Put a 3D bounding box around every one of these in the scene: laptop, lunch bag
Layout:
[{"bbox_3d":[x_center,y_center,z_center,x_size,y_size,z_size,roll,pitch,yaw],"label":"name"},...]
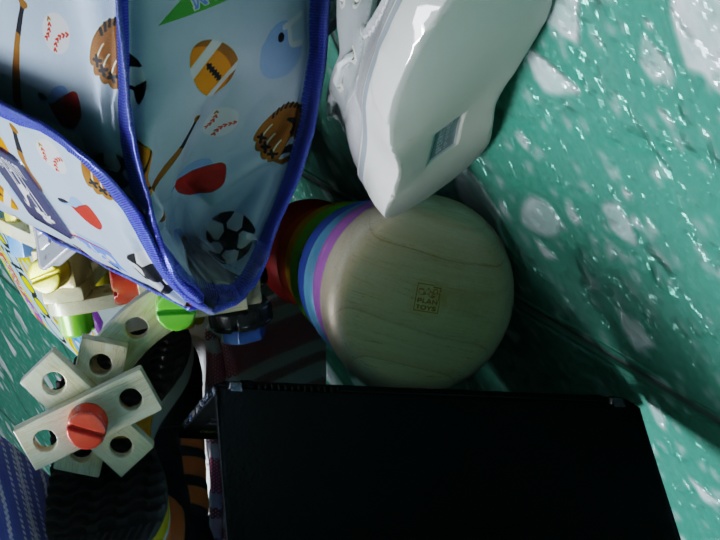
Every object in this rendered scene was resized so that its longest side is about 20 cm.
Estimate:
[{"bbox_3d":[0.022,0.101,0.787,0.200,0.176,0.104,134,138,-73],"label":"laptop"},{"bbox_3d":[-0.103,-0.096,0.761,0.170,0.124,0.201,25,121,45],"label":"lunch bag"}]

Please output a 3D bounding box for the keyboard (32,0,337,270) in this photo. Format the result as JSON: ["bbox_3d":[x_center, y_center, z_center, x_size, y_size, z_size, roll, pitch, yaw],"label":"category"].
[{"bbox_3d":[-0.080,-0.073,0.827,0.011,0.200,0.056,14,-131,-47],"label":"keyboard"}]

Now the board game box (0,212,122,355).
[{"bbox_3d":[-0.156,-0.004,1.250,0.200,0.105,0.103,33,152,53],"label":"board game box"}]

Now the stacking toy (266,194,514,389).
[{"bbox_3d":[0.000,0.000,0.894,0.086,0.085,0.200,61,170,-14],"label":"stacking toy"}]

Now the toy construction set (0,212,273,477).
[{"bbox_3d":[-0.108,0.009,0.897,0.200,0.131,0.092,-103,5,-59],"label":"toy construction set"}]

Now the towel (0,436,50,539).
[{"bbox_3d":[-0.128,0.155,0.890,0.200,0.024,0.145,49,-169,-42],"label":"towel"}]

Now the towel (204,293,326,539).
[{"bbox_3d":[-0.053,0.112,1.031,0.146,0.030,0.201,-18,-71,-73],"label":"towel"}]

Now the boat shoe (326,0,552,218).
[{"bbox_3d":[0.019,-0.084,0.701,0.069,0.072,0.200,53,172,12],"label":"boat shoe"}]

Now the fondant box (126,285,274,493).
[{"bbox_3d":[-0.082,0.107,1.090,0.144,0.058,0.201,-51,-40,-67],"label":"fondant box"}]

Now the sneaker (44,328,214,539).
[{"bbox_3d":[-0.104,0.105,0.919,0.200,0.070,0.090,-93,-12,-61],"label":"sneaker"}]
